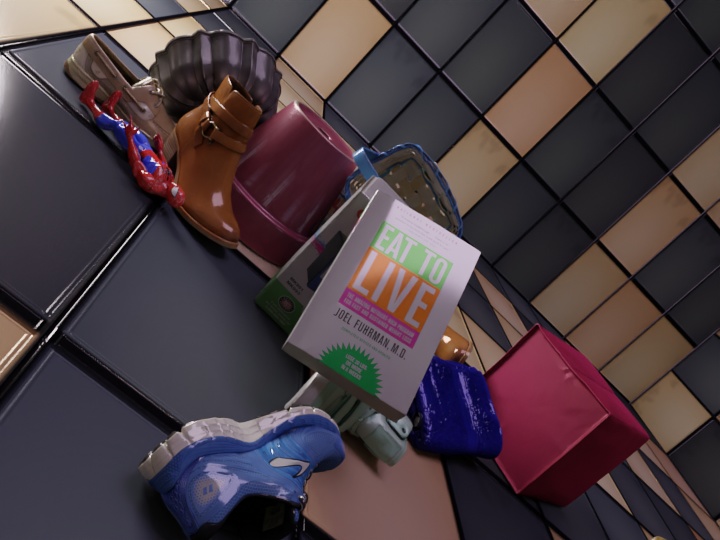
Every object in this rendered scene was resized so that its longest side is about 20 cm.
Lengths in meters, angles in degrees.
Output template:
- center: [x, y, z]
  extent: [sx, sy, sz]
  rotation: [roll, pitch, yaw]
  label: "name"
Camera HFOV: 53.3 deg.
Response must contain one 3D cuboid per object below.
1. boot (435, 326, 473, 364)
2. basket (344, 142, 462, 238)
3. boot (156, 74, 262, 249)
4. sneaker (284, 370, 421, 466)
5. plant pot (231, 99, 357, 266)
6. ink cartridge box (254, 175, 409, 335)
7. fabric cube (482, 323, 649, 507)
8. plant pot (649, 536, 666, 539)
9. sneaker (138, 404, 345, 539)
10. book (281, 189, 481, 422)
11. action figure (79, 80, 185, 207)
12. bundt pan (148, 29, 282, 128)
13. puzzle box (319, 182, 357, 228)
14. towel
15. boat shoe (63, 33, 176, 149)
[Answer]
- center: [0.107, 0.098, 1.239]
  extent: [0.155, 0.074, 0.200]
  rotation: [42, -1, -12]
  label: "boot"
- center: [0.056, -0.088, 0.976]
  extent: [0.178, 0.138, 0.200]
  rotation: [60, 17, -4]
  label: "basket"
- center: [-0.169, -0.139, 0.906]
  extent: [0.076, 0.155, 0.201]
  rotation: [28, 22, -52]
  label: "boot"
- center: [0.001, 0.153, 0.756]
  extent: [0.118, 0.074, 0.200]
  rotation: [49, 13, 15]
  label: "sneaker"
- center: [-0.107, -0.137, 1.041]
  extent: [0.200, 0.179, 0.200]
  rotation: [42, 15, -14]
  label: "plant pot"
- center: [-0.006, 0.010, 0.862]
  extent: [0.145, 0.200, 0.088]
  rotation: [45, 22, -5]
  label: "ink cartridge box"
- center: [0.317, 0.245, 1.194]
  extent: [0.199, 0.196, 0.201]
  rotation: [28, 23, -46]
  label: "fabric cube"
- center: [0.281, 0.410, 0.643]
  extent: [0.195, 0.194, 0.201]
  rotation: [40, 20, -21]
  label: "plant pot"
- center: [-0.073, 0.161, 0.541]
  extent: [0.199, 0.078, 0.090]
  rotation: [6, 48, -57]
  label: "sneaker"
- center: [0.025, 0.030, 0.727]
  extent: [0.133, 0.201, 0.048]
  rotation: [32, -29, -6]
  label: "book"
- center: [-0.271, -0.151, 0.876]
  extent: [0.201, 0.052, 0.065]
  rotation: [54, 12, 19]
  label: "action figure"
- center: [-0.212, -0.250, 1.056]
  extent: [0.201, 0.200, 0.077]
  rotation: [31, 43, -47]
  label: "bundt pan"
- center: [-0.007, -0.037, 1.156]
  extent: [0.200, 0.133, 0.025]
  rotation: [45, 12, 0]
  label: "puzzle box"
- center: [0.125, 0.183, 1.000]
  extent: [0.199, 0.049, 0.149]
  rotation: [20, 43, -47]
  label: "towel"
- center: [-0.299, -0.231, 0.971]
  extent: [0.200, 0.065, 0.072]
  rotation: [41, 14, -21]
  label: "boat shoe"
